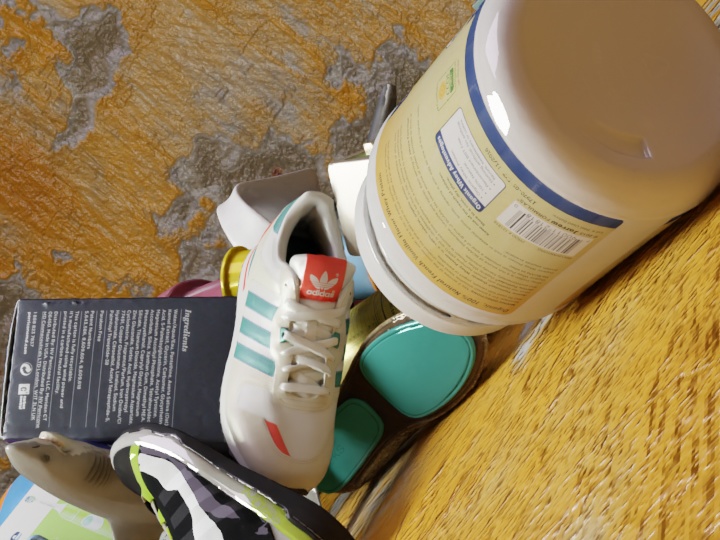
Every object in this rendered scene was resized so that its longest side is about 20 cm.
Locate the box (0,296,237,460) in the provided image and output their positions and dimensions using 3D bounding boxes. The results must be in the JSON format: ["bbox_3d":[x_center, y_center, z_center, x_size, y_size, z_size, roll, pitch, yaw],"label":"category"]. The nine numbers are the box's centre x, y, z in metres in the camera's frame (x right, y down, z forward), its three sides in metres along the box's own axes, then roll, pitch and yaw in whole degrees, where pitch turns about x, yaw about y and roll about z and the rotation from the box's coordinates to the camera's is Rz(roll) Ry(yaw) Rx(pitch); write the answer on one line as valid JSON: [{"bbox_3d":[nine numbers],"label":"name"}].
[{"bbox_3d":[-0.137,0.088,1.128,0.148,0.198,0.105,55,-144,-68],"label":"box"}]

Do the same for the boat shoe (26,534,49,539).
[{"bbox_3d":[-0.237,0.222,1.043,0.199,0.069,0.085,-9,43,28],"label":"boat shoe"}]

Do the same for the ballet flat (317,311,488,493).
[{"bbox_3d":[0.024,0.071,0.993,0.200,0.071,0.065,-45,-3,42],"label":"ballet flat"}]

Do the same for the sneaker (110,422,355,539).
[{"bbox_3d":[-0.091,0.153,0.907,0.199,0.072,0.083,17,63,41],"label":"sneaker"}]

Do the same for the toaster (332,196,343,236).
[{"bbox_3d":[0.013,-0.012,1.413,0.114,0.129,0.200,-54,4,-23],"label":"toaster"}]

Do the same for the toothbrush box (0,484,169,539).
[{"bbox_3d":[-0.192,0.241,1.120,0.199,0.086,0.146,9,53,42],"label":"toothbrush box"}]

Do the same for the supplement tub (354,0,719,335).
[{"bbox_3d":[0.088,-0.057,0.811,0.145,0.144,0.200,-54,5,-33],"label":"supplement tub"}]

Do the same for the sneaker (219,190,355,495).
[{"bbox_3d":[-0.041,0.038,0.977,0.094,0.070,0.201,120,157,-49],"label":"sneaker"}]

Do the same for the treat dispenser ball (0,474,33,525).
[{"bbox_3d":[-0.256,0.269,1.485,0.201,0.200,0.201,-51,4,5],"label":"treat dispenser ball"}]

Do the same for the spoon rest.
[{"bbox_3d":[-0.085,-0.052,1.405,0.099,0.061,0.200,-47,-2,11],"label":"spoon rest"}]

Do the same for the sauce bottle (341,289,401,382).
[{"bbox_3d":[0.043,0.031,1.042,0.199,0.066,0.066,-34,12,28],"label":"sauce bottle"}]

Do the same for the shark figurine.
[{"bbox_3d":[-0.122,0.161,1.044,0.128,0.213,0.090,84,-169,-69],"label":"shark figurine"}]

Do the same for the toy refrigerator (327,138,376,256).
[{"bbox_3d":[0.072,-0.073,1.055,0.076,0.070,0.200,-3,16,41],"label":"toy refrigerator"}]

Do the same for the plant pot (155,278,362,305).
[{"bbox_3d":[-0.073,0.077,1.312,0.178,0.200,0.200,-32,13,27],"label":"plant pot"}]

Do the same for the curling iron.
[{"bbox_3d":[-0.002,-0.047,1.178,0.049,0.025,0.202,-7,68,61],"label":"curling iron"}]

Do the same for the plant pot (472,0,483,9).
[{"bbox_3d":[0.216,-0.280,1.425,0.201,0.134,0.200,-52,4,5],"label":"plant pot"}]

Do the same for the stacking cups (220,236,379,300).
[{"bbox_3d":[0.000,0.000,1.111,0.199,0.061,0.061,-7,26,25],"label":"stacking cups"}]
